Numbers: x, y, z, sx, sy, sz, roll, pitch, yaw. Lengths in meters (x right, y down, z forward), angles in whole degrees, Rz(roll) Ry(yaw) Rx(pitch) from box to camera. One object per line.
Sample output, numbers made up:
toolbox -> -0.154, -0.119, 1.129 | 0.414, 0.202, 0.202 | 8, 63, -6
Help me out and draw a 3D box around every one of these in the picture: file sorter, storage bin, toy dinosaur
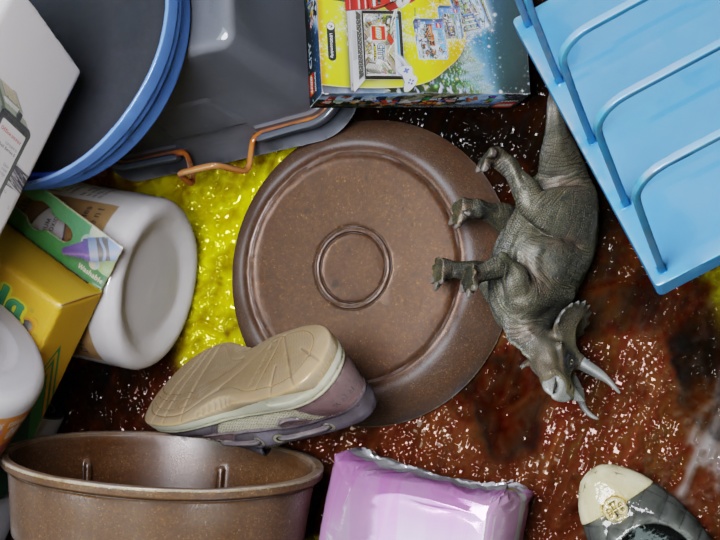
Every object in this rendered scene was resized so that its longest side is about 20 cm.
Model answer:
file sorter -> 0.172, -0.121, 0.920 | 0.138, 0.123, 0.201 | -27, 61, 6
storage bin -> -0.119, -0.138, 1.092 | 0.198, 0.134, 0.147 | -10, 74, 25
toy dinosaur -> 0.107, -0.017, 1.036 | 0.077, 0.101, 0.202 | -21, 56, 64

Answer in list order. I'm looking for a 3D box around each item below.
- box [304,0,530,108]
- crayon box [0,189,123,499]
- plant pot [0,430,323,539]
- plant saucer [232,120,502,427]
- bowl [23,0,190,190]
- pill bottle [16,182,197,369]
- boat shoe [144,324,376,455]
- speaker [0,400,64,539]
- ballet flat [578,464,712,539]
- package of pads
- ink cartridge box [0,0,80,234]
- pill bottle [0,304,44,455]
box -> 0.032, -0.204, 1.064 | 0.135, 0.038, 0.202 | -1, 82, -15
crayon box -> -0.247, 0.037, 1.068 | 0.125, 0.052, 0.201 | 35, 111, 15
plant pot -> -0.126, 0.213, 1.048 | 0.198, 0.200, 0.200 | 5, 94, 22
plant saucer -> 0.000, 0.000, 1.095 | 0.198, 0.034, 0.203 | -2, 84, 21
bowl -> -0.190, -0.145, 1.030 | 0.199, 0.039, 0.203 | -6, 76, 26
pill bottle -> -0.220, -0.007, 1.140 | 0.198, 0.114, 0.116 | 10, 88, 23
boat shoe -> -0.066, 0.084, 1.068 | 0.199, 0.065, 0.072 | -18, 33, 49
speaker -> -0.281, 0.172, 1.163 | 0.081, 0.081, 0.201 | 27, 94, 22
ballet flat -> 0.190, 0.199, 0.984 | 0.066, 0.057, 0.201 | -36, 73, 14
package of pads -> 0.028, 0.217, 1.037 | 0.119, 0.076, 0.202 | 10, 88, 24
ink cartridge box -> -0.266, -0.061, 0.942 | 0.144, 0.084, 0.201 | 5, 59, 27
pill bottle -> -0.279, 0.110, 1.006 | 0.112, 0.112, 0.201 | 45, 114, 20
